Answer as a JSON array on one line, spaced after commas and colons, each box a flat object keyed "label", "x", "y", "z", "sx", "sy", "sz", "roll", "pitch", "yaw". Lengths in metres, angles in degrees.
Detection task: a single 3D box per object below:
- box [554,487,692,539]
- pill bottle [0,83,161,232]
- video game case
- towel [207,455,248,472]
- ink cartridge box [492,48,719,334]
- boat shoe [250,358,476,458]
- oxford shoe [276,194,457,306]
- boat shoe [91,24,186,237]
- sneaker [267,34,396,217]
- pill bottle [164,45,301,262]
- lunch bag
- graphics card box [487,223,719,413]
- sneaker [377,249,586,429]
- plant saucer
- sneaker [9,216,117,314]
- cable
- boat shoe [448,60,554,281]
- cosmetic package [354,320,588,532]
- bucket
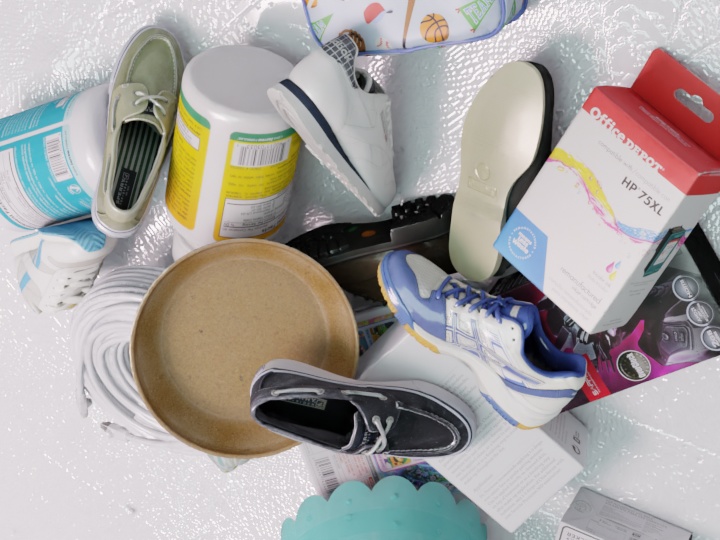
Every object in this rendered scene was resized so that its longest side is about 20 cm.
[{"label": "box", "x": 0.224, "y": 0.314, "z": 1.583, "sx": 0.116, "sy": 0.060, "sz": 0.201, "roll": 20, "pitch": 122, "yaw": 16}, {"label": "pill bottle", "x": -0.290, "y": -0.100, "z": 1.596, "sx": 0.199, "sy": 0.111, "sz": 0.112, "roll": -13, "pitch": 109, "yaw": 32}, {"label": "video game case", "x": 0.022, "y": 0.128, "z": 1.579, "sx": 0.181, "sy": 0.024, "sz": 0.201, "roll": -16, "pitch": 108, "yaw": 13}, {"label": "towel", "x": -0.121, "y": 0.094, "z": 1.652, "sx": 0.199, "sy": 0.048, "sz": 0.172, "roll": -33, "pitch": 97, "yaw": 36}, {"label": "ink cartridge box", "x": 0.208, "y": -0.065, "z": 1.348, "sx": 0.116, "sy": 0.067, "sz": 0.201, "roll": 43, "pitch": 116, "yaw": 25}, {"label": "boat shoe", "x": 0.002, "y": 0.128, "z": 1.448, "sx": 0.198, "sy": 0.068, "sz": 0.072, "roll": 16, "pitch": 114, "yaw": -6}, {"label": "oxford shoe", "x": 0.000, "y": 0.000, "z": 1.509, "sx": 0.198, "sy": 0.073, "sz": 0.085, "roll": -12, "pitch": 116, "yaw": 18}, {"label": "boat shoe", "x": -0.188, "y": -0.127, "z": 1.493, "sx": 0.071, "sy": 0.202, "sz": 0.062, "roll": 14, "pitch": 161, "yaw": -18}, {"label": "sneaker", "x": -0.002, "y": -0.117, "z": 1.431, "sx": 0.076, "sy": 0.081, "sz": 0.200, "roll": 40, "pitch": 173, "yaw": 31}, {"label": "pill bottle", "x": -0.114, "y": -0.088, "z": 1.507, "sx": 0.112, "sy": 0.113, "sz": 0.201, "roll": 25, "pitch": 130, "yaw": 13}, {"label": "lunch bag", "x": 0.039, "y": -0.259, "z": 1.369, "sx": 0.198, "sy": 0.076, "sz": 0.162, "roll": -4, "pitch": 111, "yaw": 29}, {"label": "graphics card box", "x": 0.217, "y": 0.036, "z": 1.447, "sx": 0.199, "sy": 0.051, "sz": 0.126, "roll": -24, "pitch": 102, "yaw": 33}, {"label": "sneaker", "x": 0.107, "y": 0.041, "z": 1.436, "sx": 0.200, "sy": 0.075, "sz": 0.088, "roll": 40, "pitch": 130, "yaw": -7}, {"label": "plant saucer", "x": -0.101, "y": 0.065, "z": 1.482, "sx": 0.198, "sy": 0.035, "sz": 0.202, "roll": -2, "pitch": 106, "yaw": -5}, {"label": "sneaker", "x": -0.275, "y": -0.005, "z": 1.619, "sx": 0.200, "sy": 0.076, "sz": 0.082, "roll": -15, "pitch": 88, "yaw": 65}, {"label": "cable", "x": -0.180, "y": 0.087, "z": 1.588, "sx": 0.198, "sy": 0.069, "sz": 0.201, "roll": 17, "pitch": 135, "yaw": 20}, {"label": "boat shoe", "x": 0.125, "y": -0.087, "z": 1.424, "sx": 0.073, "sy": 0.063, "sz": 0.203, "roll": 33, "pitch": 128, "yaw": 33}, {"label": "cosmetic package", "x": 0.097, "y": 0.126, "z": 1.515, "sx": 0.200, "sy": 0.071, "sz": 0.101, "roll": 41, "pitch": 115, "yaw": -9}, {"label": "bucket", "x": 0.024, "y": 0.305, "z": 1.587, "sx": 0.205, "sy": 0.136, "sz": 0.208, "roll": 0, "pitch": 136, "yaw": 0}]
